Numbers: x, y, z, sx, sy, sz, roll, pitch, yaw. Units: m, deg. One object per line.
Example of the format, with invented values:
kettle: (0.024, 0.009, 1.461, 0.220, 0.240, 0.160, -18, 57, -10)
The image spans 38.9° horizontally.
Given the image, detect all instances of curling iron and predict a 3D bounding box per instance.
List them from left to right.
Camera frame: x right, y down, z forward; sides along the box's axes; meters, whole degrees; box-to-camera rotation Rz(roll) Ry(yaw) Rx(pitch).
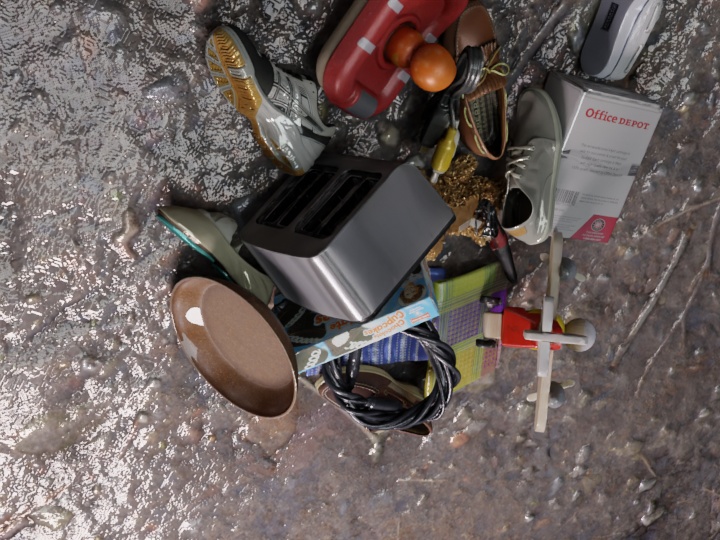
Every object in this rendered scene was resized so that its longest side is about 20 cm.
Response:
curling iron: (0.180, -0.032, 1.343, 0.200, 0.025, 0.050, 56, 44, -59)

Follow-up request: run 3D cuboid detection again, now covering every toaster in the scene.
toaster: (-0.023, -0.039, 1.163, 0.200, 0.181, 0.119, -49, 123, -18)

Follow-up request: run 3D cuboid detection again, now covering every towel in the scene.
towel: (0.021, 0.069, 1.371, 0.199, 0.024, 0.145, -5, 118, -25)
towel: (0.147, 0.085, 1.431, 0.143, 0.023, 0.201, -20, 126, -33)

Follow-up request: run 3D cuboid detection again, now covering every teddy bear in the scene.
teddy bear: (0.113, -0.084, 1.316, 0.199, 0.067, 0.145, -16, 133, -27)

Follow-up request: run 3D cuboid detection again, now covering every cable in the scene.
cable: (0.044, 0.136, 1.335, 0.163, 0.051, 0.200, -38, 116, -10)
cable: (0.112, -0.195, 1.180, 0.050, 0.097, 0.200, 14, 144, -12)

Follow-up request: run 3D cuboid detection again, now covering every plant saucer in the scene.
plant saucer: (-0.142, 0.085, 1.204, 0.037, 0.200, 0.201, -39, 133, -37)

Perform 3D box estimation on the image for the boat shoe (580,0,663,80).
boat shoe: (0.348, -0.337, 1.292, 0.065, 0.074, 0.201, 3, 125, -35)

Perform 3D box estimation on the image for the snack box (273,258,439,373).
snack box: (-0.009, 0.043, 1.243, 0.199, 0.116, 0.037, -23, 129, 10)

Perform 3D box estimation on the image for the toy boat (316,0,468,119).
toy boat: (0.054, -0.246, 1.125, 0.200, 0.131, 0.130, -54, 153, 9)

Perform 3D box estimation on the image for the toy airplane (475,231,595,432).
toy airplane: (0.250, 0.080, 1.334, 0.140, 0.200, 0.200, 5, 136, -17)

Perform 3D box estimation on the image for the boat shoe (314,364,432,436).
boat shoe: (0.025, 0.187, 1.399, 0.200, 0.072, 0.072, 26, 125, -39)

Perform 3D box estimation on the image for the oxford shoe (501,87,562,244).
oxford shoe: (0.211, -0.134, 1.289, 0.058, 0.075, 0.201, 5, 87, -32)

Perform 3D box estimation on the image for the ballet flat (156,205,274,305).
ballet flat: (-0.160, -0.028, 1.198, 0.069, 0.069, 0.200, -40, 133, -2)

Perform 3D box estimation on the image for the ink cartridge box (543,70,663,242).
ink cartridge box: (0.291, -0.149, 1.353, 0.145, 0.085, 0.201, 6, 116, -30)

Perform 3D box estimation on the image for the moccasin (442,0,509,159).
moccasin: (0.144, -0.227, 1.233, 0.073, 0.078, 0.202, -18, 124, -18)

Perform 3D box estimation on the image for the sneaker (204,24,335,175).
sneaker: (-0.097, -0.203, 1.135, 0.088, 0.076, 0.200, -46, 133, -17)
